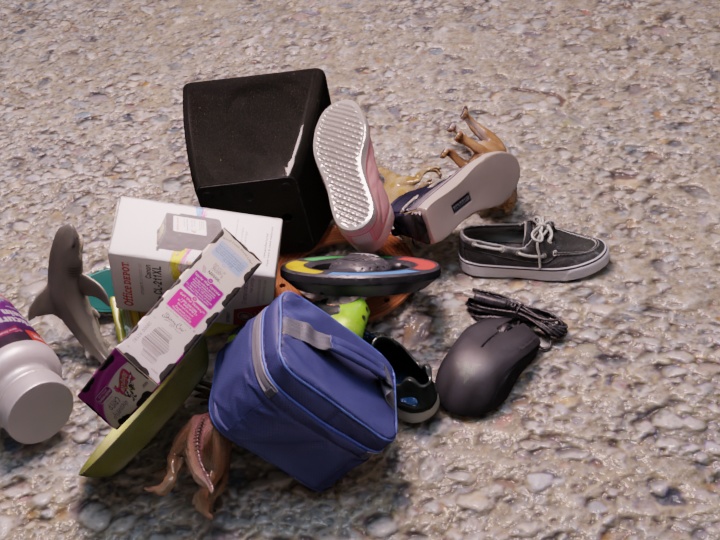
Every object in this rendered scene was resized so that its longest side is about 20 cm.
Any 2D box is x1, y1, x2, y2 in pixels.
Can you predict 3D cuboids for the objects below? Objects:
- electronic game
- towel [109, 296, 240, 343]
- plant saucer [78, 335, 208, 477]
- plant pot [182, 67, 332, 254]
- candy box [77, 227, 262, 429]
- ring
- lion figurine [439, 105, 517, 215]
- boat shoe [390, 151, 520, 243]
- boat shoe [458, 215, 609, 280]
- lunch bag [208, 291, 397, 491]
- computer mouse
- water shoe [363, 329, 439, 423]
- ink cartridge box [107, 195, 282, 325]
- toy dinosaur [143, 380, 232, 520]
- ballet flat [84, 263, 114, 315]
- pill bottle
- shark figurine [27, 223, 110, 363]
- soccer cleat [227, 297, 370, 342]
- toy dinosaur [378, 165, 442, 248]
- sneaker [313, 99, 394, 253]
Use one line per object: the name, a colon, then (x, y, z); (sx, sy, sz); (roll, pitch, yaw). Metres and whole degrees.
electronic game: (0.000, 0.000, 1.359); (0.197, 0.042, 0.200); (-1, 7, 0)
towel: (-0.214, 0.051, 1.415); (0.197, 0.018, 0.087); (-14, 66, -12)
plant saucer: (-0.228, 0.154, 1.212); (0.031, 0.200, 0.201); (42, 47, -7)
plant pot: (-0.131, -0.128, 1.494); (0.197, 0.201, 0.179); (-6, 47, 7)
candy box: (-0.202, 0.062, 1.185); (0.061, 0.136, 0.201); (41, 50, -6)
ring: (-0.023, 0.007, 1.461); (0.197, 0.019, 0.202); (-3, 39, 2)
lion figurine: (0.180, -0.164, 1.598); (0.122, 0.073, 0.201); (33, 36, -8)
boat shoe: (0.119, -0.104, 1.481); (0.199, 0.076, 0.092); (-31, 25, -32)
boat shoe: (0.226, -0.036, 1.447); (0.196, 0.069, 0.074); (3, 41, 9)
lunch bag: (-0.046, 0.129, 1.179); (0.132, 0.199, 0.137); (-39, 31, 28)
computer mouse: (0.153, 0.090, 1.319); (0.137, 0.053, 0.200); (18, 45, 24)
water shoe: (0.018, 0.097, 1.303); (0.071, 0.080, 0.199); (-34, 48, -31)
ink cartridge box: (-0.200, -0.006, 1.349); (0.197, 0.146, 0.084); (8, 61, -4)
toy dinosaur: (-0.162, 0.179, 1.174); (0.085, 0.200, 0.137); (26, 85, -1)
ballet flat: (-0.276, 0.012, 1.458); (0.197, 0.072, 0.072); (-12, 40, -11)
pill bottle: (-0.420, 0.113, 1.304); (0.111, 0.112, 0.199); (-30, 46, -27)
shark figurine: (-0.354, 0.059, 1.350); (0.089, 0.217, 0.127); (-25, 10, -36)
soccer cleat: (-0.072, 0.074, 1.316); (0.198, 0.068, 0.081); (-8, 35, 37)
toy dinosaur: (0.065, -0.117, 1.567); (0.100, 0.059, 0.201); (-13, 41, -8)
sneaker: (-0.007, -0.114, 1.429); (0.074, 0.105, 0.203); (-16, 61, 12)
